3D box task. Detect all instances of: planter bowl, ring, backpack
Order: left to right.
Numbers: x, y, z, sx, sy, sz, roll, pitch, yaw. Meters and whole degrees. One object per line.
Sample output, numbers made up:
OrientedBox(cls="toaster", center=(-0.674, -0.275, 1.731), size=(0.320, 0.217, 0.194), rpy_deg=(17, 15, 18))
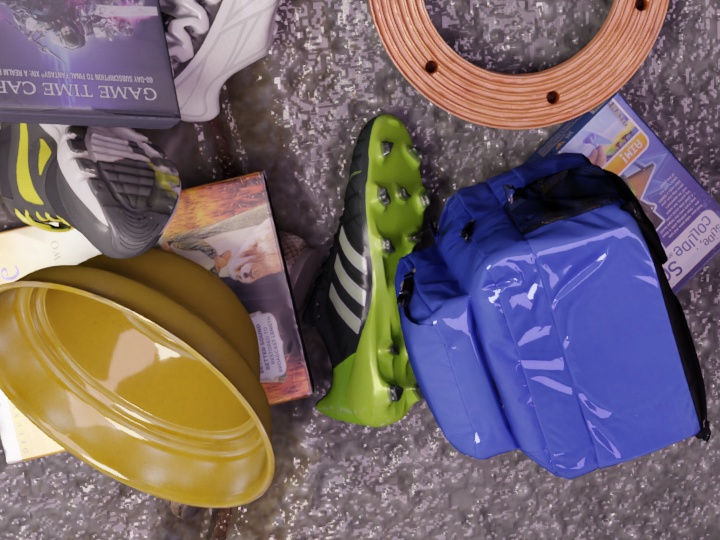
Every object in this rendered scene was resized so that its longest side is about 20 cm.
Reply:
OrientedBox(cls="planter bowl", center=(-0.122, 0.046, 1.197), size=(0.200, 0.200, 0.084), rpy_deg=(44, 55, -19))
OrientedBox(cls="ring", center=(0.101, -0.191, 1.303), size=(0.200, 0.019, 0.201), rpy_deg=(-1, 101, -7))
OrientedBox(cls="backpack", center=(0.107, 0.016, 1.237), size=(0.167, 0.200, 0.163), rpy_deg=(-13, 109, 3))

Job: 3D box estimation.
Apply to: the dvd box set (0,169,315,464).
OrientedBox(cls="dvd box set", center=(-0.140, 0.029, 1.276), size=(0.199, 0.029, 0.147), rpy_deg=(-12, 92, 2))

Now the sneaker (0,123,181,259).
OrientedBox(cls="sneaker", center=(-0.166, -0.051, 1.207), size=(0.074, 0.200, 0.085), rpy_deg=(14, 114, -31))

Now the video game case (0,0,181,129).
OrientedBox(cls="video game case", center=(-0.184, -0.179, 1.172), size=(0.142, 0.019, 0.201), rpy_deg=(0, 72, -36))

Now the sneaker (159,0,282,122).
OrientedBox(cls="sneaker", center=(-0.075, -0.181, 1.256), size=(0.081, 0.075, 0.200), rpy_deg=(35, 92, -40))

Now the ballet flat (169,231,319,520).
OrientedBox(cls="ballet flat", center=(-0.085, 0.066, 1.322), size=(0.046, 0.067, 0.201), rpy_deg=(25, 99, 10))

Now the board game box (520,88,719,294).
OrientedBox(cls="board game box", center=(0.138, -0.006, 1.359), size=(0.200, 0.034, 0.135), rpy_deg=(-44, 109, 2))

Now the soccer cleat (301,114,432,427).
OrientedBox(cls="soccer cleat", center=(0.000, 0.000, 1.310), size=(0.067, 0.081, 0.201), rpy_deg=(8, 81, -52))
